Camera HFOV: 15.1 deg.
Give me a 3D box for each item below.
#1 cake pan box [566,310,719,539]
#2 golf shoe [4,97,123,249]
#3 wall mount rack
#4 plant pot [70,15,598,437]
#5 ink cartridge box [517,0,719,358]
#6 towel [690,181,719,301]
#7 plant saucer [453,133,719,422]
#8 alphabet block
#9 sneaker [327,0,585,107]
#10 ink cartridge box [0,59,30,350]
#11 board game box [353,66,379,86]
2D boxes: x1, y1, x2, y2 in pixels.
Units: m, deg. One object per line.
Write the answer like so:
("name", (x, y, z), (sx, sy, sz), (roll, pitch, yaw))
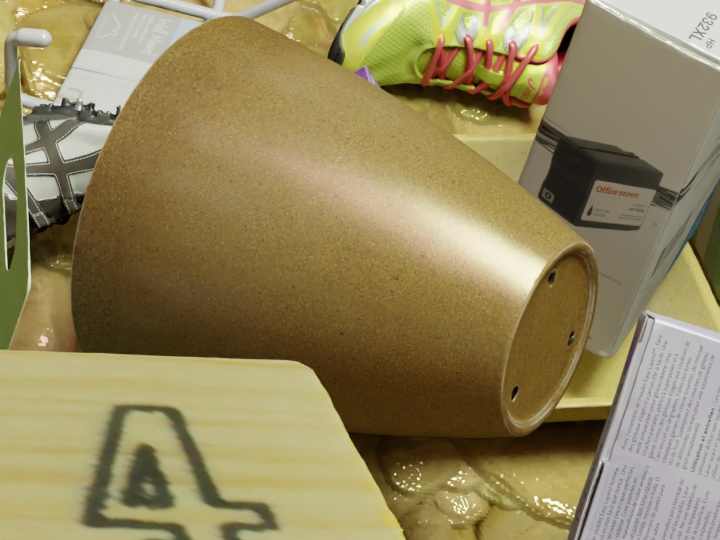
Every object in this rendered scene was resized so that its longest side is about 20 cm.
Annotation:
("cake pan box", (0.189, 0.132, 1.259), (0.184, 0.201, 0.052), (16, 4, -3))
("golf shoe", (-0.165, -0.044, 1.392), (0.199, 0.078, 0.095), (9, 85, 2))
("wall mount rack", (-0.095, -0.127, 1.491), (0.173, 0.075, 0.200), (13, 43, 6))
("plant pot", (0.000, 0.000, 1.247), (0.200, 0.187, 0.186), (20, 40, 26))
("ink cartridge box", (0.147, -0.079, 1.373), (0.084, 0.200, 0.145), (29, 44, 10))
("towel", (0.193, -0.104, 1.520), (0.023, 0.153, 0.200), (-4, 46, -16))
("plant saucer", (0.083, 0.012, 1.440), (0.199, 0.049, 0.200), (-1, 46, -21))
("alphabet block", (-0.105, 0.157, 1.067), (0.199, 0.196, 0.197), (4, 30, -23))
("sneaker", (0.074, -0.131, 1.565), (0.199, 0.078, 0.090), (-15, 59, -29))
("ink cartridge box", (-0.192, 0.022, 1.223), (0.048, 0.200, 0.146), (6, 44, -16))
("board game box", (-0.023, -0.004, 1.385), (0.120, 0.032, 0.200), (-23, 49, 7))
